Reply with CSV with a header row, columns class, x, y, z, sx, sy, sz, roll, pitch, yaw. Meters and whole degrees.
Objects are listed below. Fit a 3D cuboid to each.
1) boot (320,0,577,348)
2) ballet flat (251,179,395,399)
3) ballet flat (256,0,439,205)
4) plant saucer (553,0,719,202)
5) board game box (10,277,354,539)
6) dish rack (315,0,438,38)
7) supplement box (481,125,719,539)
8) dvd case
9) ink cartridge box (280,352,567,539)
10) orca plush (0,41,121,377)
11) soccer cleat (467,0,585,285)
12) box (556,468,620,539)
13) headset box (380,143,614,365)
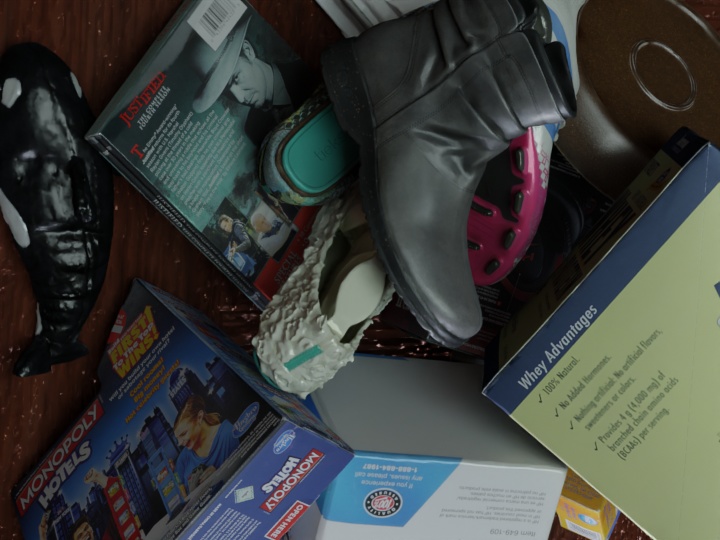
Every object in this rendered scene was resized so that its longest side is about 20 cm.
class,x,y,z,sx,sy,sz,roll,pitch,yaw
boot,0.065,-0.067,0.938,0.131,0.070,0.200,-22,83,18
ballet flat,0.000,0.000,0.992,0.072,0.072,0.200,55,36,-23
ballet flat,0.011,-0.108,1.041,0.200,0.074,0.074,-35,112,-24
plant saucer,0.196,-0.125,1.113,0.200,0.032,0.201,17,54,-25
board game box,-0.120,0.108,0.998,0.062,0.200,0.200,31,107,-38
dish rack,0.023,-0.246,1.065,0.172,0.044,0.200,-47,114,-10
supplement box,0.212,0.053,1.002,0.200,0.134,0.200,41,100,-2
dvd case,-0.063,-0.069,1.043,0.200,0.022,0.146,46,59,-27
ink cartridge box,0.020,0.174,1.049,0.146,0.146,0.200,7,111,-16
orca plush,-0.186,-0.033,0.988,0.105,0.071,0.200,7,97,-26
soccer cleat,0.103,-0.086,1.031,0.086,0.070,0.200,-23,130,-50
box,0.194,0.086,1.157,0.200,0.041,0.119,-62,162,-12
headset box,0.113,-0.014,1.131,0.148,0.075,0.200,17,92,-27
